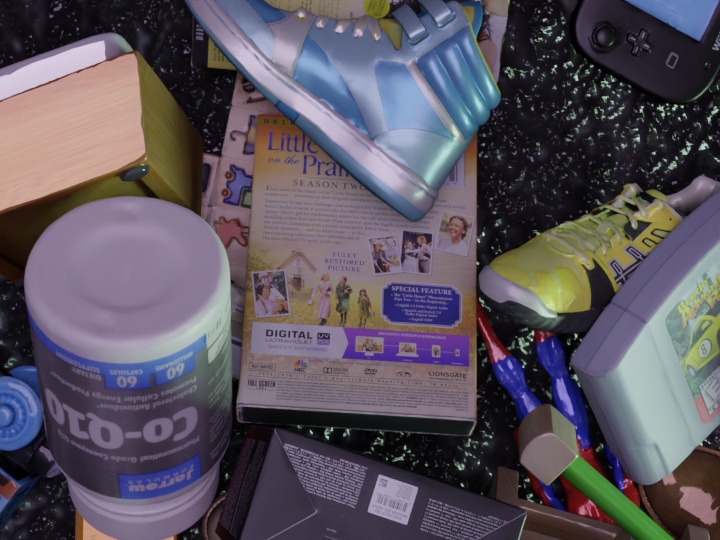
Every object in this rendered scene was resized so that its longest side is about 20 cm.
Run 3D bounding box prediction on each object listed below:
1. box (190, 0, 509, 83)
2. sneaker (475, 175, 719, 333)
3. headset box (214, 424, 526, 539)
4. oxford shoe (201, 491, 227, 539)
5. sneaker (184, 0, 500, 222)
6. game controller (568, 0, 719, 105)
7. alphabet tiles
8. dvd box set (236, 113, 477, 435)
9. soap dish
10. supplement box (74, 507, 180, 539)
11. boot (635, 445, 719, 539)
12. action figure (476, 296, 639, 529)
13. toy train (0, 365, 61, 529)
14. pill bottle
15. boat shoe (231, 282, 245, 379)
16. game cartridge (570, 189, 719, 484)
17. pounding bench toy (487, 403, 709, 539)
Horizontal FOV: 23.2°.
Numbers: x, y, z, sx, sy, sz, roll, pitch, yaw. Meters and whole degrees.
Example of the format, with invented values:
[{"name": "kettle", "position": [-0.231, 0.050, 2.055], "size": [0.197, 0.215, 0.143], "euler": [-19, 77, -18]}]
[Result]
[{"name": "box", "position": [-0.007, -0.162, 1.115], "size": [0.198, 0.050, 0.076], "euler": [5, 125, 1]}, {"name": "sneaker", "position": [0.149, -0.015, 1.074], "size": [0.199, 0.075, 0.077], "euler": [-13, 125, -39]}, {"name": "headset box", "position": [-0.002, 0.147, 1.024], "size": [0.147, 0.200, 0.076], "euler": [19, 83, -7]}, {"name": "oxford shoe", "position": [-0.021, 0.215, 1.105], "size": [0.200, 0.074, 0.071], "euler": [42, 89, 1]}, {"name": "sneaker", "position": [-0.001, -0.140, 1.063], "size": [0.200, 0.080, 0.131], "euler": [41, 93, -2]}, {"name": "game controller", "position": [0.215, -0.211, 1.138], "size": [0.104, 0.042, 0.201], "euler": [26, 89, 0]}, {"name": "alphabet tiles", "position": [-0.050, -0.032, 1.147], "size": [0.165, 0.008, 0.202], "euler": [12, 88, 0]}, {"name": "dvd box set", "position": [0.000, 0.000, 1.085], "size": [0.145, 0.029, 0.202], "euler": [3, 64, -4]}, {"name": "soap dish", "position": [-0.178, -0.059, 1.044], "size": [0.156, 0.200, 0.082], "euler": [-20, 79, 2]}, {"name": "supplement box", "position": [-0.149, 0.243, 1.107], "size": [0.066, 0.069, 0.202], "euler": [3, 90, -1]}, {"name": "boot", "position": [0.263, 0.178, 1.110], "size": [0.199, 0.075, 0.074], "euler": [38, 90, 2]}, {"name": "action figure", "position": [0.129, 0.102, 1.123], "size": [0.065, 0.052, 0.201], "euler": [-24, 88, 3]}, {"name": "toy train", "position": [-0.276, 0.080, 1.103], "size": [0.199, 0.087, 0.115], "euler": [38, 94, 0]}, {"name": "pill bottle", "position": [-0.130, 0.064, 1.018], "size": [0.113, 0.201, 0.114], "euler": [1, 49, -2]}, {"name": "boat shoe", "position": [-0.062, 0.039, 1.105], "size": [0.198, 0.072, 0.063], "euler": [18, 91, 3]}, {"name": "game cartridge", "position": [0.218, 0.025, 1.079], "size": [0.200, 0.041, 0.134], "euler": [-43, 130, -14]}, {"name": "pounding bench toy", "position": [0.147, 0.190, 1.045], "size": [0.155, 0.124, 0.202], "euler": [15, 116, -1]}]
